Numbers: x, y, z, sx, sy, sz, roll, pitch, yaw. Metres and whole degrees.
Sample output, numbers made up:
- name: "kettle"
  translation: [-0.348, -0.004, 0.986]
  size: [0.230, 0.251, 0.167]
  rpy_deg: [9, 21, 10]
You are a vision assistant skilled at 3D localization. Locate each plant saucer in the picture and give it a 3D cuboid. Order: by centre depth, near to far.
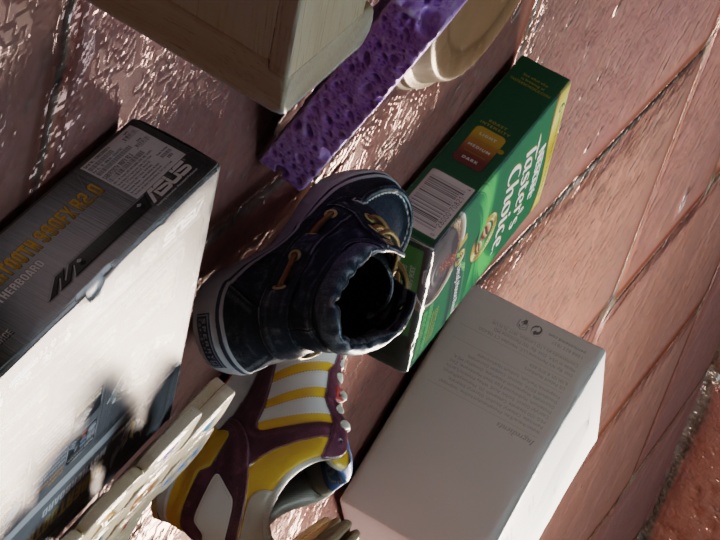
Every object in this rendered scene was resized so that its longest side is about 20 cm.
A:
- name: "plant saucer"
  translation: [0.072, -0.190, 1.290]
  size: [0.201, 0.029, 0.200]
  rpy_deg: [-55, 164, -25]

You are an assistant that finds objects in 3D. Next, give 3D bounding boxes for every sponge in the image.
- name: "sponge"
  translation: [0.019, -0.117, 1.090]
  size: [0.112, 0.030, 0.200]
  rpy_deg: [-54, -175, -27]

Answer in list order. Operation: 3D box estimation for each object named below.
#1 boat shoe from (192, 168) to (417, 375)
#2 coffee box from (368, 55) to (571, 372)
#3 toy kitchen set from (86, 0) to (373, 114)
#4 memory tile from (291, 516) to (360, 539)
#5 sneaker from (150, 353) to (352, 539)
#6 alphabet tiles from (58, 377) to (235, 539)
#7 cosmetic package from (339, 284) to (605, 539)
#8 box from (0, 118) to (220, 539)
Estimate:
- name: "boat shoe"
  translation: [0.000, 0.000, 1.207]
  size: [0.200, 0.090, 0.071]
  rpy_deg: [-42, 121, -52]
- name: "coffee box"
  translation: [0.070, -0.040, 1.506]
  size: [0.200, 0.044, 0.123]
  rpy_deg: [-50, 160, -41]
- name: "toy kitchen set"
  translation: [-0.041, -0.137, 0.694]
  size: [0.200, 0.180, 0.164]
  rpy_deg: [-45, 158, -39]
- name: "memory tile"
  translation: [-0.084, 0.203, 1.248]
  size: [0.200, 0.017, 0.153]
  rpy_deg: [-38, 180, -10]
- name: "sneaker"
  translation: [-0.032, 0.078, 1.274]
  size: [0.201, 0.090, 0.075]
  rpy_deg: [-56, 164, -25]
- name: "alphabet tiles"
  translation: [-0.134, 0.132, 1.059]
  size: [0.200, 0.015, 0.196]
  rpy_deg: [-47, 175, -28]
- name: "cosmetic package"
  translation: [0.087, 0.151, 1.740]
  size: [0.201, 0.122, 0.200]
  rpy_deg: [-59, 165, -19]
- name: "box"
  translation: [-0.138, 0.051, 0.947]
  size: [0.200, 0.048, 0.159]
  rpy_deg: [-48, 160, -46]
